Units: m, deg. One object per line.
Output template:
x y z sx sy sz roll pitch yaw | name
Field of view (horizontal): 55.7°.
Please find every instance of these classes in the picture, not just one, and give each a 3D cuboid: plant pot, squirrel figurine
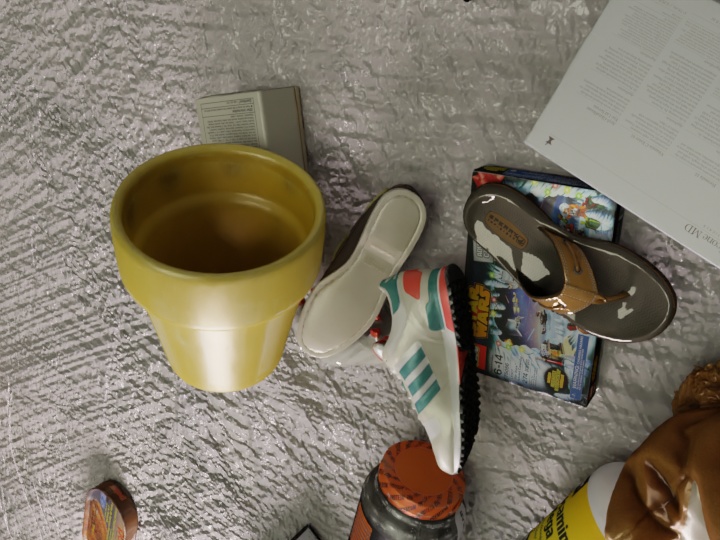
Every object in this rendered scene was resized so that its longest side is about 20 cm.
-0.135 0.010 0.678 0.198 0.200 0.192 29 136 23 | plant pot
0.294 0.120 0.484 0.139 0.202 0.188 27 144 7 | squirrel figurine

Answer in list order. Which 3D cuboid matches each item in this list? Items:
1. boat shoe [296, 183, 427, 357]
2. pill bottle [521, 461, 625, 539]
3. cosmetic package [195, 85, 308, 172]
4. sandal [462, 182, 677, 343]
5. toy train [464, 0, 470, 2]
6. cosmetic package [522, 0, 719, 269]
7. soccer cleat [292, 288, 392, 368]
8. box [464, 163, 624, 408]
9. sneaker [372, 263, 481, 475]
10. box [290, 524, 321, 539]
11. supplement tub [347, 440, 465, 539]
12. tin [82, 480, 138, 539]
0.000 0.000 0.706 0.071 0.060 0.202 30 106 -9 | boat shoe
0.233 0.254 0.630 0.112 0.112 0.202 41 124 16 | pill bottle
-0.116 -0.100 0.779 0.101 0.073 0.206 5 109 33 | cosmetic package
0.164 -0.005 0.573 0.199 0.054 0.083 39 124 18 | sandal
0.153 -0.287 0.547 0.198 0.034 0.046 -32 90 39 | toy train
0.246 -0.109 0.510 0.199 0.051 0.153 38 106 19 | cosmetic package
0.000 0.079 0.768 0.197 0.069 0.080 16 121 38 | soccer cleat
0.164 0.012 0.639 0.134 0.040 0.206 14 114 32 | box
0.062 0.095 0.666 0.091 0.070 0.206 -2 101 25 | sneaker
-0.082 0.478 0.973 0.160 0.046 0.201 48 126 11 | box
0.047 0.303 0.772 0.121 0.122 0.204 28 120 24 | supplement tub
-0.457 0.472 1.245 0.111 0.041 0.204 35 123 26 | tin
